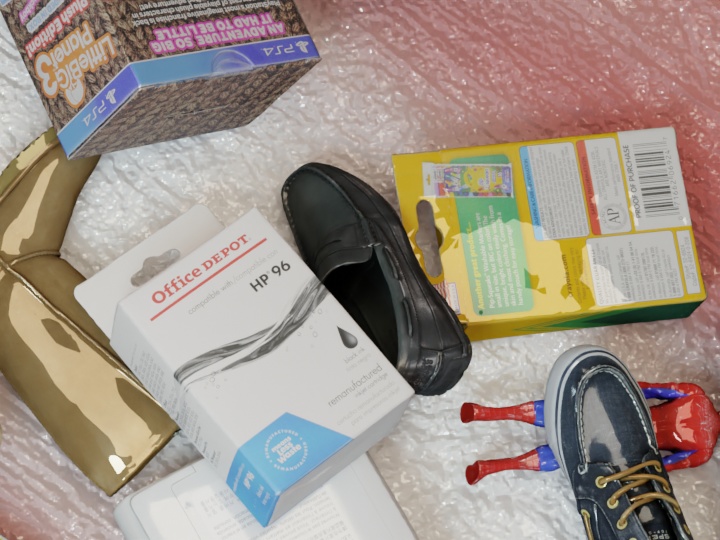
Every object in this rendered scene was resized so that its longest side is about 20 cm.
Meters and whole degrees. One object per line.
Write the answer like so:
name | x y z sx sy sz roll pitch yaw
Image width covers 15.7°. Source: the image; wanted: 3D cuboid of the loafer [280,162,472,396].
loafer | 0.000 0.000 1.708 0.070 0.068 0.201 9 37 -46

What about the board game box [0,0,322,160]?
board game box | -0.148 -0.192 1.727 0.159 0.097 0.200 -13 73 -43

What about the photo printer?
photo printer | -0.039 0.199 1.670 0.166 0.069 0.200 -28 79 -17

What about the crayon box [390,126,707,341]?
crayon box | 0.123 -0.023 1.774 0.200 0.052 0.126 -6 74 -11

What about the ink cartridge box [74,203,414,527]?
ink cartridge box | -0.076 0.045 1.647 0.116 0.068 0.200 -36 76 -22

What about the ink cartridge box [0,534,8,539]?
ink cartridge box | -0.280 0.248 1.633 0.198 0.047 0.200 34 69 2

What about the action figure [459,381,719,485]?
action figure | 0.165 0.107 1.743 0.200 0.052 0.065 -3 79 -15

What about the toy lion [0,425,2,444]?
toy lion | -0.337 0.112 1.634 0.192 0.069 0.200 -41 58 -3

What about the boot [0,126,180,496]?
boot | -0.173 0.020 1.713 0.200 0.066 0.175 44 79 4

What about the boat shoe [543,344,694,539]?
boat shoe | 0.177 0.146 1.675 0.071 0.091 0.200 -16 98 -15
